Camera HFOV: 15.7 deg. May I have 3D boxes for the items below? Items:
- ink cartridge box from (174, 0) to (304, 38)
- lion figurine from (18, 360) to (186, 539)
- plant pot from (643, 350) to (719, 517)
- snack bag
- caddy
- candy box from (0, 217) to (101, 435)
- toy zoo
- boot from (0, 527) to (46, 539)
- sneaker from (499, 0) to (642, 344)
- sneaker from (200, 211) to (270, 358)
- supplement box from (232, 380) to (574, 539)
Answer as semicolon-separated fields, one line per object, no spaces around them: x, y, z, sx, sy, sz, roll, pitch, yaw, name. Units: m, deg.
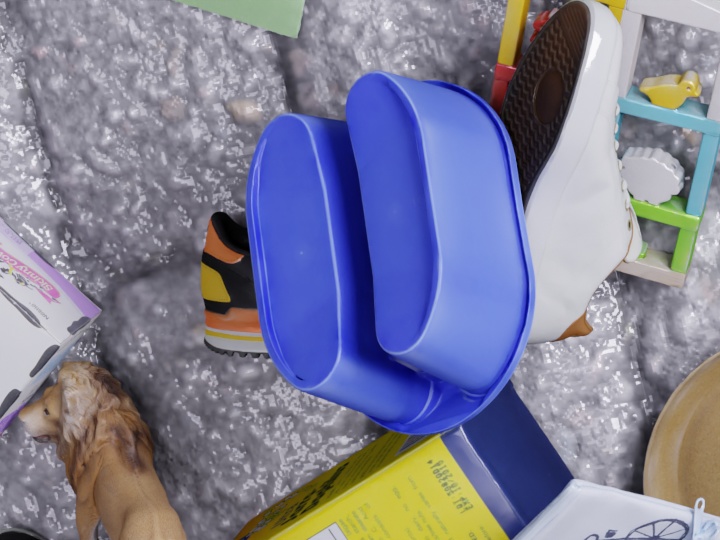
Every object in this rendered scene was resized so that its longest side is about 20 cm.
-0.083;-0.241;1.467;0.145;0.048;0.201;18;108;10;ink cartridge box
-0.136;0.147;1.551;0.200;0.072;0.123;44;138;45;lion figurine
0.262;0.124;1.486;0.199;0.027;0.201;5;109;15;plant pot
0.142;0.190;1.456;0.199;0.021;0.189;18;131;-31;snack bag
0.021;-0.012;1.418;0.141;0.105;0.201;-23;65;36;caddy
-0.285;0.046;1.600;0.168;0.072;0.200;43;113;2;candy box
0.137;-0.095;1.438;0.130;0.020;0.201;15;122;11;toy zoo
-0.177;0.273;1.641;0.199;0.072;0.145;33;113;14;boot
0.120;-0.053;1.428;0.084;0.073;0.201;3;117;-24;sneaker
0.000;0.000;1.504;0.199;0.070;0.091;-3;101;16;sneaker
0.022;0.163;1.525;0.199;0.110;0.109;-33;95;22;supplement box
